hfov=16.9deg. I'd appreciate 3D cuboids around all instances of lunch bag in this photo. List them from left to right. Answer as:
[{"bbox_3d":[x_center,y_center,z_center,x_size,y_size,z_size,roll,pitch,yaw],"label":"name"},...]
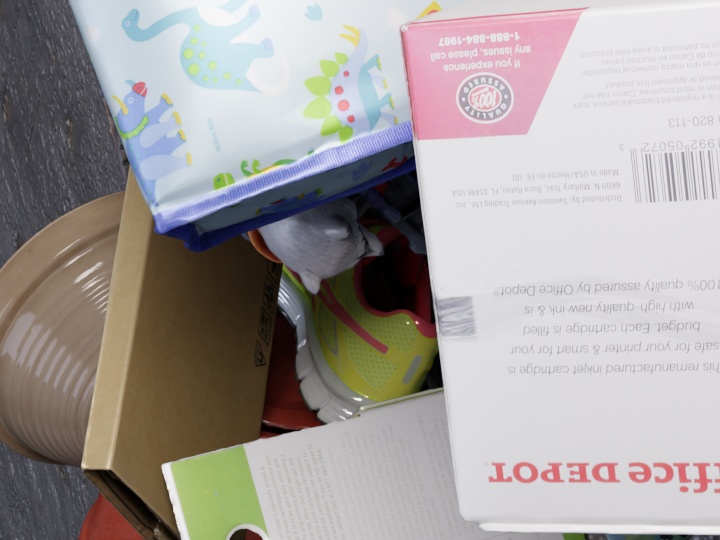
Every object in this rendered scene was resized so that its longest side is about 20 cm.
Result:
[{"bbox_3d":[-0.015,-0.121,1.025,0.127,0.200,0.170,22,-134,-83],"label":"lunch bag"}]

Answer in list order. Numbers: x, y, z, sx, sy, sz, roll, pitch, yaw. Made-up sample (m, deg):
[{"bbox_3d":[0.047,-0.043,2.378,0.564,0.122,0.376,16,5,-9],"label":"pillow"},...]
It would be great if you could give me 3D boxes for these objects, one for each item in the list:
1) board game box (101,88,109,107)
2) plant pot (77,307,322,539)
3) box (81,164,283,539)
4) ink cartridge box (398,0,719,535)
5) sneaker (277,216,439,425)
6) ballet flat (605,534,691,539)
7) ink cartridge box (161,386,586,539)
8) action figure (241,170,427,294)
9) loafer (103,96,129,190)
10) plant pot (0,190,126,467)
[{"bbox_3d":[-0.107,-0.092,1.402,0.200,0.034,0.135,-98,-12,-62],"label":"board game box"},{"bbox_3d":[-0.063,0.127,1.372,0.201,0.201,0.195,55,141,44],"label":"plant pot"},{"bbox_3d":[-0.084,0.040,1.194,0.163,0.021,0.200,56,-144,-55],"label":"box"},{"bbox_3d":[0.105,-0.007,0.927,0.146,0.083,0.200,-2,103,25],"label":"ink cartridge box"},{"bbox_3d":[0.000,0.000,1.308,0.090,0.078,0.200,-54,40,27],"label":"sneaker"},{"bbox_3d":[0.131,0.038,1.010,0.074,0.074,0.200,29,131,62],"label":"ballet flat"},{"bbox_3d":[0.005,0.143,1.180,0.076,0.200,0.148,143,113,-66],"label":"ink cartridge box"},{"bbox_3d":[-0.015,-0.043,1.179,0.200,0.105,0.193,44,-163,-21],"label":"action figure"},{"bbox_3d":[-0.129,-0.120,1.558,0.071,0.073,0.200,160,102,-78],"label":"loafer"},{"bbox_3d":[-0.132,0.056,1.473,0.093,0.201,0.201,50,145,39],"label":"plant pot"}]
